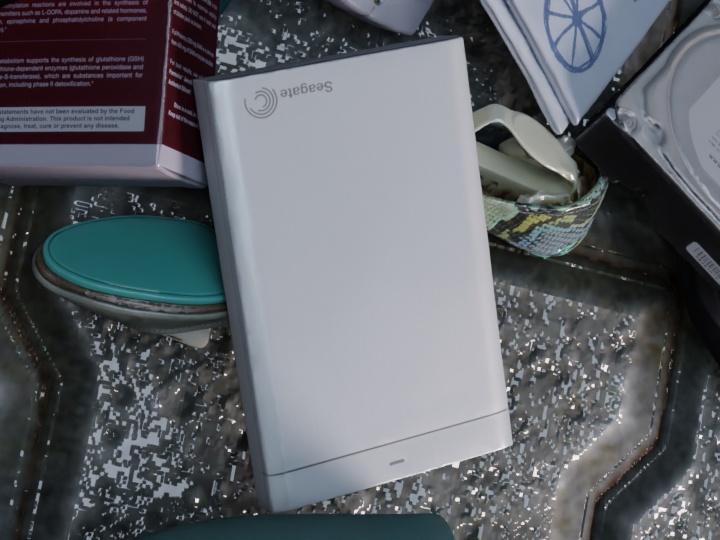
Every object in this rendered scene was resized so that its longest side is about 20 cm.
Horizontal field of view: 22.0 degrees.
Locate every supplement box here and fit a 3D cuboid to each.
[{"bbox_3d":[-0.122,-0.141,0.855,0.108,0.061,0.201,2,84,19],"label":"supplement box"}]

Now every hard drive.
[{"bbox_3d":[0.217,-0.080,0.976,0.140,0.038,0.200,47,54,-1],"label":"hard drive"},{"bbox_3d":[0.000,0.000,0.866,0.131,0.027,0.201,-13,101,-24],"label":"hard drive"}]

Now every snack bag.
[{"bbox_3d":[0.101,-0.202,0.938,0.189,0.021,0.200,-51,121,-35],"label":"snack bag"}]

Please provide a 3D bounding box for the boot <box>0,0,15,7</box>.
[{"bbox_3d":[-0.223,-0.192,0.835,0.199,0.069,0.175,-18,77,7],"label":"boot"}]

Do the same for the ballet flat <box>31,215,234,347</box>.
[{"bbox_3d":[-0.060,0.009,0.893,0.199,0.064,0.068,-6,44,-21],"label":"ballet flat"}]

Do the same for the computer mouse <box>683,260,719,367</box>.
[{"bbox_3d":[0.234,0.047,1.005,0.138,0.053,0.200,-40,101,-23],"label":"computer mouse"}]

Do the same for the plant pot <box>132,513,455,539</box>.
[{"bbox_3d":[-0.053,0.199,0.816,0.160,0.201,0.202,8,83,-9],"label":"plant pot"}]

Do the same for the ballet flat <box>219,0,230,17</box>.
[{"bbox_3d":[-0.051,-0.206,0.916,0.069,0.069,0.200,40,74,-14],"label":"ballet flat"}]

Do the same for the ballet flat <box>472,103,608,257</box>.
[{"bbox_3d":[0.038,-0.068,0.929,0.199,0.074,0.075,18,80,-22],"label":"ballet flat"}]

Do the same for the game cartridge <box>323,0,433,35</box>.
[{"bbox_3d":[-0.003,-0.204,0.884,0.134,0.040,0.200,-62,145,-11],"label":"game cartridge"}]
